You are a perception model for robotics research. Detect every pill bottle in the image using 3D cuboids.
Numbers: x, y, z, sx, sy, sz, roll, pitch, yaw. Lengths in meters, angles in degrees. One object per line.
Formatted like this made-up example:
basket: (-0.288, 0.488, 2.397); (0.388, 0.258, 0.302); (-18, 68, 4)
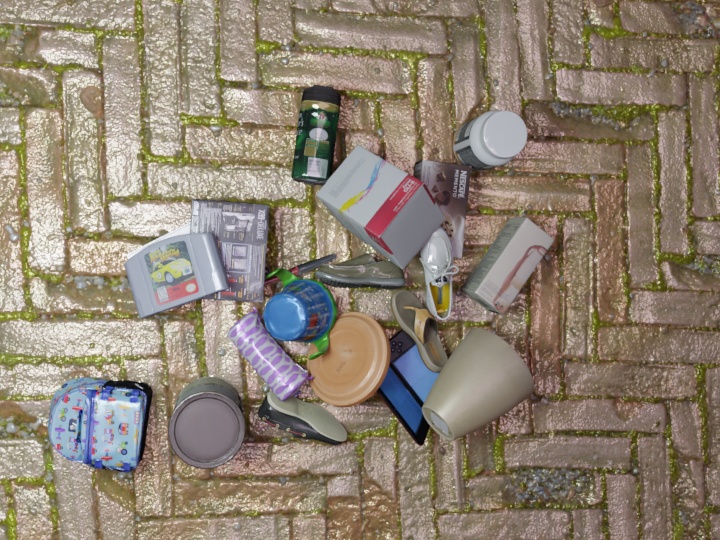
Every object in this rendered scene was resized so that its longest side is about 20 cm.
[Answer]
pill bottle: (0.274, -0.275, 1.747); (0.115, 0.200, 0.118); (0, 92, -10)

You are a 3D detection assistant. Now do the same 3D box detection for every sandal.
sandal: (0.138, 0.125, 1.779); (0.080, 0.054, 0.201); (-29, 89, -38)

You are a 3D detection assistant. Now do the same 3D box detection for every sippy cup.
sippy cup: (-0.133, 0.089, 1.696); (0.177, 0.130, 0.141); (27, 101, 15)

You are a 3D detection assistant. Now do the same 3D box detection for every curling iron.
curling iron: (-0.145, -0.006, 1.767); (0.198, 0.026, 0.050); (-14, 96, -10)

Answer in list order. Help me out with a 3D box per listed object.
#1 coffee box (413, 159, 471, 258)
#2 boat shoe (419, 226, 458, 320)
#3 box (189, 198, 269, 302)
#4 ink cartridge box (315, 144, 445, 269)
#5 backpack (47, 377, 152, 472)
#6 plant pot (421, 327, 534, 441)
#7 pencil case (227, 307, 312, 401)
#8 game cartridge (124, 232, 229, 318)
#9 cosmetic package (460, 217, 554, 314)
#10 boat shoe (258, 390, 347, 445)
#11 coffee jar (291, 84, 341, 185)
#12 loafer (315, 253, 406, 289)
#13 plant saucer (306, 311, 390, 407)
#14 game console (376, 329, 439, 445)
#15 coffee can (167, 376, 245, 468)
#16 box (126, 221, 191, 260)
coffee box: (0.168, -0.132, 1.791); (0.112, 0.080, 0.202); (7, 91, -9)
boat shoe: (0.164, 0.010, 1.723); (0.074, 0.086, 0.204); (-5, 110, -6)
box: (-0.270, -0.040, 1.673); (0.156, 0.050, 0.202); (3, 92, -11)
ink cartridge box: (0.041, -0.132, 1.692); (0.200, 0.145, 0.145); (35, 83, 35)
backpack: (-0.531, 0.305, 1.654); (0.198, 0.135, 0.184); (9, 89, -7)
plant pot: (0.229, 0.255, 1.731); (0.200, 0.187, 0.188); (-39, 97, -22)
pencil case: (-0.189, 0.179, 1.718); (0.085, 0.084, 0.200); (-41, 86, -8)
game cartridge: (-0.366, 0.003, 1.625); (0.199, 0.041, 0.134); (-19, 82, 13)
cosmetic package: (0.321, -0.011, 1.810); (0.087, 0.103, 0.201); (36, 87, -10)
boat shoe: (-0.122, 0.322, 1.761); (0.200, 0.074, 0.063); (28, 117, -17)
coffee jar: (-0.092, -0.283, 1.732); (0.085, 0.104, 0.202); (8, 89, -6)
loafer: (0.000, 0.000, 1.776); (0.198, 0.075, 0.070); (4, 79, -14)
plant saucer: (-0.030, 0.182, 1.720); (0.032, 0.199, 0.201); (31, 85, -52)
game console: (0.123, 0.239, 1.771); (0.172, 0.119, 0.201); (-38, 97, -7)
coffee can: (-0.306, 0.299, 1.657); (0.145, 0.200, 0.148); (0, 91, -9)
box: (-0.368, -0.030, 1.711); (0.199, 0.060, 0.117); (-27, 96, -9)
